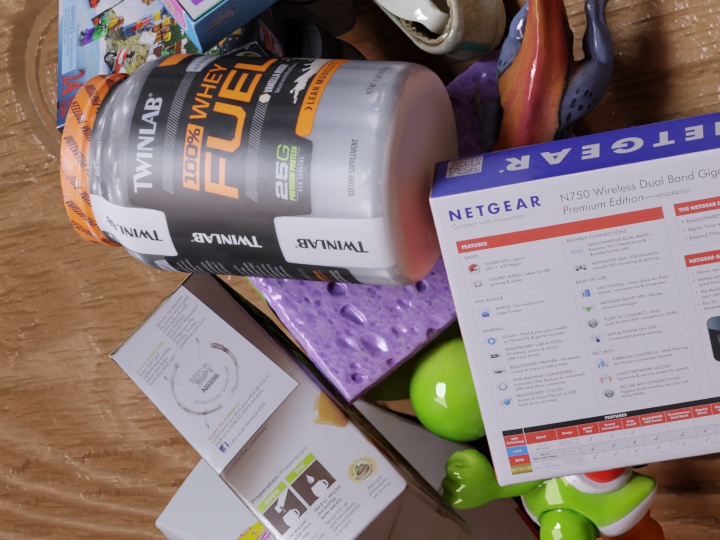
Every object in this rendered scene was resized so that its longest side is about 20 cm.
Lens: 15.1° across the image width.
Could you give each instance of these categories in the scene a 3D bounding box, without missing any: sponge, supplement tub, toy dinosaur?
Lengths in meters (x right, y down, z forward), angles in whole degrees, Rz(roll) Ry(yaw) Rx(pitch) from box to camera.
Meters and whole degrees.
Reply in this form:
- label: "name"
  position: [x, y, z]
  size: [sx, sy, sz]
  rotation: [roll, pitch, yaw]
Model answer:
- label: "sponge"
  position: [0.038, -0.027, 1.563]
  size: [0.112, 0.200, 0.030]
  rotation: [51, 172, 10]
- label: "supplement tub"
  position: [-0.056, -0.057, 1.490]
  size: [0.199, 0.123, 0.123]
  rotation: [3, 123, 21]
- label: "toy dinosaur"
  position: [0.082, -0.083, 1.484]
  size: [0.105, 0.200, 0.182]
  rotation: [22, 89, 30]

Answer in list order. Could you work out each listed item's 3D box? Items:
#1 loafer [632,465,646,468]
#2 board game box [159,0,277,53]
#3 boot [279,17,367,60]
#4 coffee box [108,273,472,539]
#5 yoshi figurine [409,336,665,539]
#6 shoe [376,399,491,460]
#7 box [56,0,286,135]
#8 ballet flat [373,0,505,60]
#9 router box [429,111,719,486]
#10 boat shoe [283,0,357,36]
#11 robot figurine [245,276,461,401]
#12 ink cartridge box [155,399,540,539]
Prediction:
- label: "loafer"
  position: [0.157, 0.044, 1.564]
  size: [0.068, 0.070, 0.201]
  rotation: [39, 144, 29]
- label: "board game box"
  position: [-0.089, -0.243, 1.534]
  size: [0.200, 0.153, 0.040]
  rotation: [52, 172, 19]
- label: "boot"
  position: [-0.034, -0.110, 1.662]
  size: [0.200, 0.131, 0.070]
  rotation: [24, 92, 53]
- label: "coffee box"
  position: [-0.041, 0.101, 1.588]
  size: [0.200, 0.080, 0.114]
  rotation: [45, -179, 29]
- label: "yoshi figurine"
  position: [0.094, 0.106, 1.582]
  size: [0.200, 0.112, 0.112]
  rotation: [64, 173, -23]
- label: "shoe"
  position: [0.080, 0.085, 1.737]
  size: [0.070, 0.053, 0.200]
  rotation: [34, 165, -27]
- label: "box"
  position: [-0.115, -0.172, 1.624]
  size: [0.136, 0.200, 0.038]
  rotation: [-22, 137, 20]
- label: "ballet flat"
  position: [0.006, -0.196, 1.580]
  size: [0.200, 0.062, 0.068]
  rotation: [43, 120, 23]
- label: "router box"
  position: [0.153, 0.014, 1.452]
  size: [0.199, 0.049, 0.180]
  rotation: [-9, 115, 10]
- label: "boat shoe"
  position: [-0.078, -0.195, 1.699]
  size: [0.200, 0.074, 0.065]
  rotation: [35, 159, 43]
- label: "robot figurine"
  position: [0.000, 0.000, 1.660]
  size: [0.200, 0.116, 0.175]
  rotation: [49, -179, 42]
- label: "ink cartridge box"
  position: [-0.002, 0.180, 1.797]
  size: [0.200, 0.145, 0.145]
  rotation: [22, 157, 46]
